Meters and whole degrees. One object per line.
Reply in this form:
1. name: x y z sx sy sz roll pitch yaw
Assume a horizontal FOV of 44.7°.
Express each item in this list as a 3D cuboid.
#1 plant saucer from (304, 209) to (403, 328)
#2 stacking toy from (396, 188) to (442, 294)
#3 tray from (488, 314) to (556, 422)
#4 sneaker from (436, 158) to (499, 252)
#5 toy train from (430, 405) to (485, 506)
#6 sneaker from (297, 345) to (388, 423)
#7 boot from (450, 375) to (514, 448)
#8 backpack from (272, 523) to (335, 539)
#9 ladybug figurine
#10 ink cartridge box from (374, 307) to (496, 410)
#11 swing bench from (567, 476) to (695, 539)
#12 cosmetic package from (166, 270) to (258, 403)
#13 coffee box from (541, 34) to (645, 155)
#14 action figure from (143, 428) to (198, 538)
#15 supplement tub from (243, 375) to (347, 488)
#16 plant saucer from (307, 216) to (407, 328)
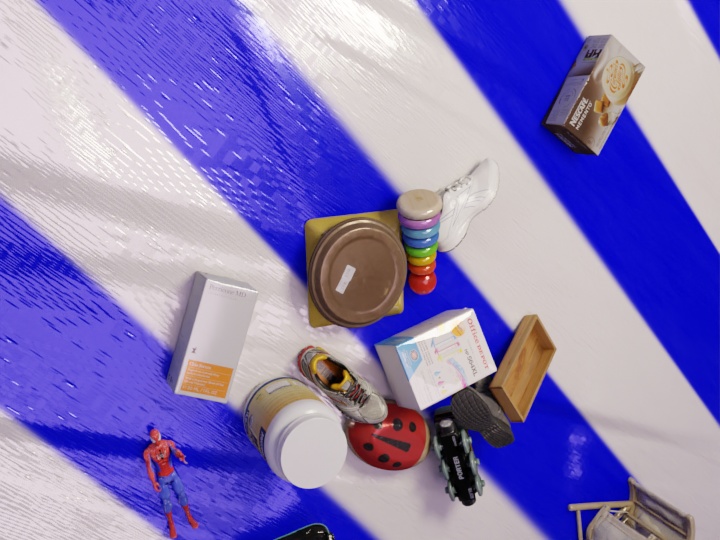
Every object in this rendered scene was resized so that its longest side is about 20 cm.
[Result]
1. plant saucer: 0.000 0.000 1.610 0.196 0.048 0.205 -8 104 -23
2. stacking toy: 0.111 -0.045 1.625 0.084 0.085 0.203 -19 128 -20
3. tray: 0.329 0.195 1.765 0.099 0.037 0.201 55 48 -25
4. sneaker: 0.191 -0.134 1.658 0.087 0.074 0.202 38 84 -22
5. toy train: 0.195 0.366 1.746 0.083 0.115 0.204 -14 113 12
6. sneaker: -0.030 0.218 1.604 0.199 0.082 0.079 37 81 -15
7. boot: 0.232 0.251 1.730 0.069 0.133 0.200 -25 130 21
8. backpack: -0.129 0.584 1.608 0.195 0.178 0.155 -12 137 -10
9. ladybug figurine: 0.059 0.324 1.695 0.197 0.072 0.138 19 93 -27
10. ink cartridge box: 0.151 0.160 1.656 0.197 0.125 0.131 -24 93 -18
11. swing bench: 0.597 0.583 1.932 0.196 0.198 0.133 -15 108 -20
12. cosmetic package: -0.255 0.115 1.503 0.100 0.071 0.204 14 95 -26
13. coffee box: 0.459 -0.345 1.729 0.113 0.079 0.203 31 87 -27
14. action figure: -0.326 0.374 1.516 0.064 0.099 0.204 -20 107 -20
15. supplement tub: -0.115 0.282 1.533 0.141 0.199 0.148 -5 104 -23
16. plant saucer: 0.000 0.007 1.570 0.196 0.029 0.205 -6 105 -23
